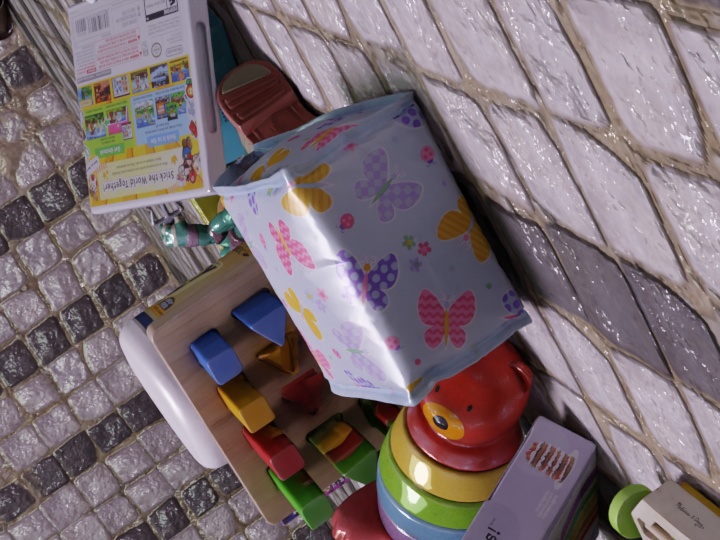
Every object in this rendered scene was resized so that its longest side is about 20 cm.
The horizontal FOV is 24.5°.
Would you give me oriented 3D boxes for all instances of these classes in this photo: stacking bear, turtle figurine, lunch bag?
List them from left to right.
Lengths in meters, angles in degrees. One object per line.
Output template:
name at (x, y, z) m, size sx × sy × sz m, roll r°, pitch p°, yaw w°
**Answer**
turtle figurine at (-0.111, -0.070, 1.460) m, size 0.100 × 0.150 × 0.200 m, roll 34°, pitch 173°, yaw 14°
lunch bag at (-0.002, -0.016, 1.069) m, size 0.170 × 0.127 × 0.200 m, roll 60°, pitch 159°, yaw -9°
stacking bear at (0.066, 0.127, 1.171) m, size 0.121 × 0.113 × 0.201 m, roll 36°, pitch 136°, yaw 23°

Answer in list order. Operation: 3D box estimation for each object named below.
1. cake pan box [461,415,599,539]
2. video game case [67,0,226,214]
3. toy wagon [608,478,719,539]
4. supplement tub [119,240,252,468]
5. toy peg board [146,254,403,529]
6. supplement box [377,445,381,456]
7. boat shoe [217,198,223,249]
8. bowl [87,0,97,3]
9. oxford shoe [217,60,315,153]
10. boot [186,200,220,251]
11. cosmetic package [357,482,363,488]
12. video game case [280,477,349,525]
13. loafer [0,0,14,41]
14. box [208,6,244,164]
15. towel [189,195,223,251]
cake pan box at (0.099, 0.223, 1.148) m, size 0.052 × 0.201 × 0.185 m, roll 26°, pitch 157°, yaw 23°
video game case at (-0.180, -0.146, 1.375) m, size 0.199 × 0.023 × 0.184 m, roll -5°, pitch 92°, yaw 52°
toy wagon at (0.222, 0.212, 0.978) m, size 0.201 × 0.039 × 0.155 m, roll 61°, pitch 170°, yaw -30°
supplement tub at (-0.085, 0.054, 1.380) m, size 0.145 × 0.199 × 0.145 m, roll 51°, pitch 167°, yaw 17°
toy peg board at (-0.024, 0.080, 1.276) m, size 0.200 × 0.199 × 0.098 m, roll 61°, pitch 168°, yaw -25°
supplement box at (0.066, 0.160, 1.367) m, size 0.200 × 0.109 × 0.061 m, roll 46°, pitch 167°, yaw 42°
boat shoe at (-0.081, 0.002, 1.701) m, size 0.201 × 0.071 × 0.069 m, roll 63°, pitch -160°, yaw 5°
bowl at (-0.203, -0.304, 1.180) m, size 0.201 × 0.105 × 0.201 m, roll 53°, pitch 169°, yaw 15°
oxford shoe at (-0.044, -0.078, 1.271) m, size 0.201 × 0.070 × 0.074 m, roll 62°, pitch 180°, yaw 37°
boot at (-0.169, -0.086, 1.883) m, size 0.201 × 0.072 × 0.182 m, roll 66°, pitch 167°, yaw -14°
cosmetic package at (0.063, 0.199, 1.519) m, size 0.201 × 0.107 × 0.085 m, roll 61°, pitch 169°, yaw -19°
video game case at (-0.049, 0.116, 1.579) m, size 0.201 × 0.181 × 0.036 m, roll 60°, pitch 169°, yaw -27°
loafer at (-0.698, -0.495, 3.091) m, size 0.071 × 0.073 × 0.201 m, roll 50°, pitch 169°, yaw 35°
box at (-0.145, -0.178, 1.474) m, size 0.082 × 0.049 × 0.200 m, roll 52°, pitch 169°, yaw 25°
towel at (-0.125, -0.047, 1.732) m, size 0.018 × 0.086 × 0.201 m, roll -22°, pitch 104°, yaw 43°
